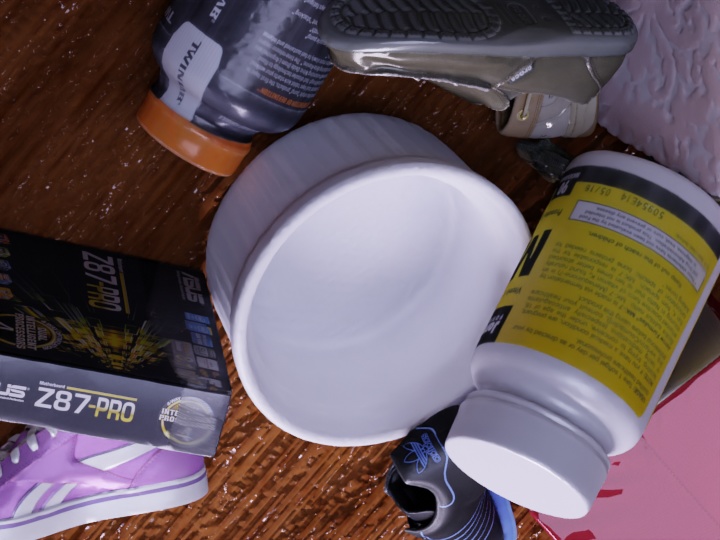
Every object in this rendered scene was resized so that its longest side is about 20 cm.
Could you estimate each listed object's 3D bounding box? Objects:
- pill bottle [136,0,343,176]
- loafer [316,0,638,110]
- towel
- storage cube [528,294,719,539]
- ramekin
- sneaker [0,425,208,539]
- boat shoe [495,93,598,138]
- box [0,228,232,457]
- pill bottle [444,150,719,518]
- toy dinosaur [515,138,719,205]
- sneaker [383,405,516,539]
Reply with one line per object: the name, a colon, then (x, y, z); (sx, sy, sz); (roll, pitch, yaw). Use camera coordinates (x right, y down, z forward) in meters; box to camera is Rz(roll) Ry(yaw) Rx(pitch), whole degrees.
pill bottle: (-0.057, -0.157, 1.656); (0.106, 0.106, 0.200); (29, 103, -17)
loafer: (0.068, -0.125, 1.626); (0.199, 0.075, 0.070); (2, 124, -19)
towel: (0.209, -0.152, 1.654); (0.032, 0.200, 0.192); (-4, 115, -30)
storage cube: (0.216, 0.138, 1.762); (0.171, 0.200, 0.180); (-40, 104, 8)
ramekin: (0.000, 0.000, 1.702); (0.200, 0.098, 0.201); (-12, 125, -18)
sneaker: (-0.203, 0.108, 1.756); (0.200, 0.073, 0.115); (-14, 108, -15)
boat shoe: (0.106, -0.172, 1.692); (0.069, 0.074, 0.201); (-10, 112, -11)
box: (-0.168, 0.040, 1.661); (0.161, 0.200, 0.049); (13, 109, -13)
pill bottle: (0.135, 0.039, 1.643); (0.114, 0.114, 0.201); (35, 70, -18)
toy dinosaur: (0.198, -0.047, 1.753); (0.199, 0.048, 0.088); (2, 146, 7)
sneaker: (0.054, 0.144, 1.757); (0.078, 0.070, 0.200); (-24, 152, -11)
